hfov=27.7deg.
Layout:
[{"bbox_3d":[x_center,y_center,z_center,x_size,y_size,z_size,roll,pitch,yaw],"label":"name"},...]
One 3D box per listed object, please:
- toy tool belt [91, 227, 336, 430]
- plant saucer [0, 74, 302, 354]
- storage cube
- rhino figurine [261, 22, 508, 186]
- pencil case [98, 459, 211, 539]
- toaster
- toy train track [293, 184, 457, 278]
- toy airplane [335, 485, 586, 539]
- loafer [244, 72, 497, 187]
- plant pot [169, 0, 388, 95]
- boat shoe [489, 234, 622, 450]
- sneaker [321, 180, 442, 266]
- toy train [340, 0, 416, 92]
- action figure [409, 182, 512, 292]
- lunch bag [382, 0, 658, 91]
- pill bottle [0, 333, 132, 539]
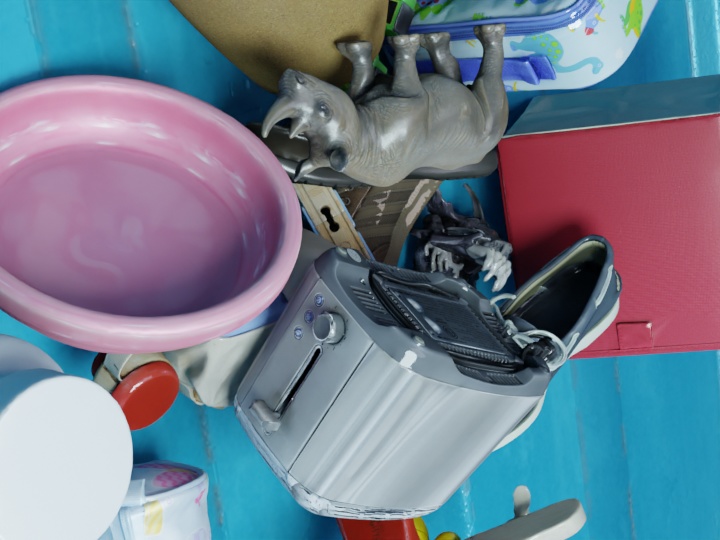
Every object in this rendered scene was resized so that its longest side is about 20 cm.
[{"bbox_3d":[-0.101,0.020,0.895,0.200,0.123,0.125,-21,141,-39],"label":"toy tool belt"},{"bbox_3d":[-0.134,-0.027,0.804,0.200,0.200,0.051,-35,157,-42],"label":"plant saucer"},{"bbox_3d":[0.214,-0.045,1.148,0.171,0.200,0.180,-46,130,-66],"label":"storage cube"},{"bbox_3d":[0.018,-0.096,0.871,0.200,0.060,0.088,-16,101,-44],"label":"rhino figurine"},{"bbox_3d":[-0.127,0.216,0.883,0.091,0.083,0.200,-22,110,-69],"label":"pencil case"},{"bbox_3d":[0.020,0.072,0.875,0.200,0.114,0.129,13,120,-51],"label":"toaster"},{"bbox_3d":[0.000,0.000,0.970,0.115,0.033,0.200,-28,80,-8],"label":"toy train track"},{"bbox_3d":[0.029,0.210,0.975,0.199,0.200,0.141,-51,132,-34],"label":"toy airplane"},{"bbox_3d":[0.003,-0.093,0.953,0.200,0.073,0.071,-6,100,-38],"label":"loafer"},{"bbox_3d":[-0.056,-0.205,0.878,0.186,0.186,0.200,-57,146,-28],"label":"plant pot"},{"bbox_3d":[0.114,0.050,1.006,0.200,0.075,0.062,-38,142,-26],"label":"boat shoe"},{"bbox_3d":[-0.004,-0.038,1.031,0.076,0.070,0.200,36,67,-15],"label":"sneaker"},{"bbox_3d":[0.013,-0.190,1.003,0.200,0.056,0.042,-70,159,-1],"label":"toy train"},{"bbox_3d":[0.067,0.023,1.075,0.200,0.102,0.119,-56,145,-30],"label":"action figure"},{"bbox_3d":[0.112,-0.197,1.032,0.082,0.200,0.161,53,56,-36],"label":"lunch bag"},{"bbox_3d":[-0.203,0.081,0.697,0.112,0.200,0.112,-7,99,-49],"label":"pill bottle"}]
